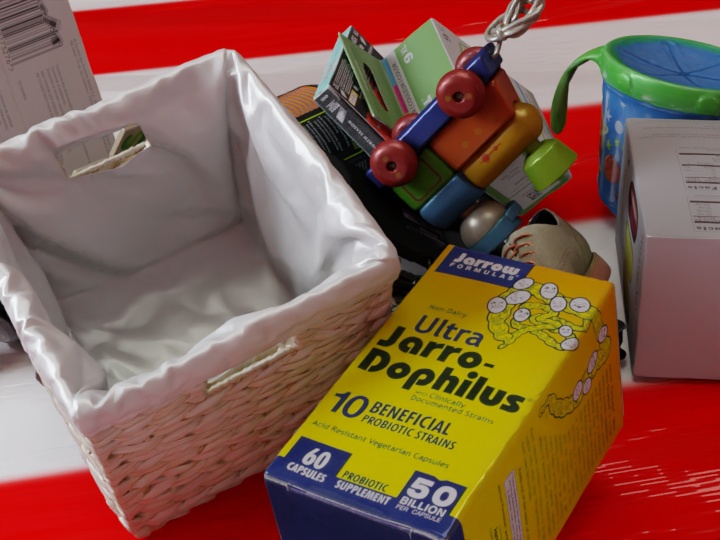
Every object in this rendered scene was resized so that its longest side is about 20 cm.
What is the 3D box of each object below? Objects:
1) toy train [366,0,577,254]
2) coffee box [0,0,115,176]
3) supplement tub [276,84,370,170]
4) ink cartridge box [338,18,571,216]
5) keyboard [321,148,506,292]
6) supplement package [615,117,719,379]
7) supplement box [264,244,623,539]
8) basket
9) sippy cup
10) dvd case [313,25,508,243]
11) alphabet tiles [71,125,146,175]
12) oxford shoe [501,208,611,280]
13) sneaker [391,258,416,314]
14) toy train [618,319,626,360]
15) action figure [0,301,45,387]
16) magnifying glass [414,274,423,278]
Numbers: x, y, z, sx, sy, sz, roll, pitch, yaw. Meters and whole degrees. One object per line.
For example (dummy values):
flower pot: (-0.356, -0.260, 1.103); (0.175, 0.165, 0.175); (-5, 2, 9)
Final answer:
toy train: (0.107, -0.106, 0.972); (0.116, 0.200, 0.085); (43, 26, -5)
coffee box: (-0.349, -0.129, 1.119); (0.197, 0.200, 0.200); (1, 24, 42)
supplement tub: (-0.063, -0.076, 1.121); (0.122, 0.123, 0.200); (20, 35, 36)
ink cartridge box: (0.079, -0.132, 1.117); (0.200, 0.059, 0.104); (28, 33, -43)
keyboard: (0.043, -0.012, 0.989); (0.199, 0.021, 0.127); (25, 32, -25)
supplement package: (0.245, -0.020, 0.999); (0.109, 0.114, 0.200); (2, 28, 6)
supplement box: (0.054, 0.095, 0.758); (0.108, 0.110, 0.200); (14, 44, 29)
basket: (-0.107, 0.012, 0.823); (0.198, 0.161, 0.200); (-27, 59, -17)
sippy cup: (0.252, -0.109, 1.140); (0.139, 0.131, 0.178); (-9, 31, -28)
dvd case: (0.047, -0.097, 1.113); (0.022, 0.200, 0.146); (-40, 17, 24)
alphabet tiles: (-0.163, -0.078, 1.113); (0.006, 0.167, 0.200); (48, 46, 13)
oxford shoe: (0.117, 0.013, 0.955); (0.071, 0.074, 0.200); (-35, 5, 22)
sneaker: (0.000, 0.000, 1.019); (0.088, 0.077, 0.200); (24, 23, -3)
toy train: (0.127, 0.083, 0.898); (0.046, 0.034, 0.200); (6, 28, 24)
action figure: (-0.238, 0.040, 0.986); (0.193, 0.105, 0.200); (21, 66, 47)
magnifying glass: (0.033, 0.056, 0.975); (0.079, 0.022, 0.200); (-2, 26, 3)
